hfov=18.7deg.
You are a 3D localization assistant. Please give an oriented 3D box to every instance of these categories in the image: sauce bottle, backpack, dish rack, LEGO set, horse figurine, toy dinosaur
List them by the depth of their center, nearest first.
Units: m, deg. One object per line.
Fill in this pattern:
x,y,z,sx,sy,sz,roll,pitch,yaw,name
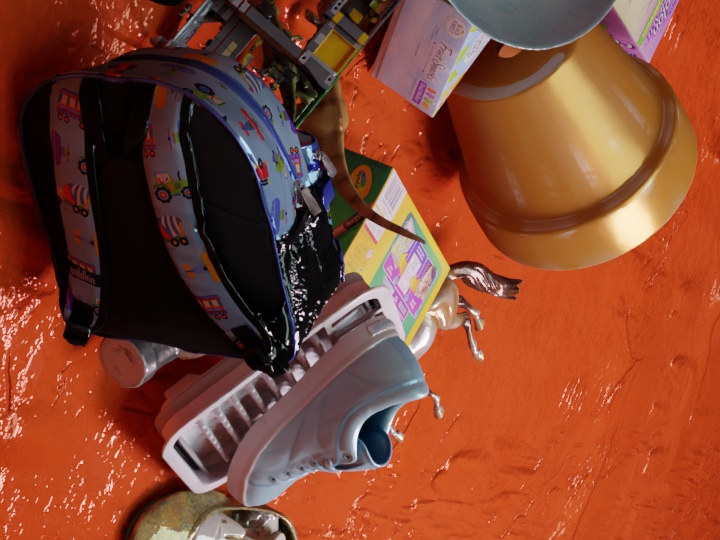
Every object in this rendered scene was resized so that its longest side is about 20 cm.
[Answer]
-0.110,-0.054,1.338,0.135,0.182,0.200,-55,143,-44,backpack
-0.057,-0.169,1.446,0.200,0.116,0.154,-50,-174,3,LEGO set
-0.027,-0.101,1.527,0.060,0.106,0.200,3,73,-46,toy dinosaur
-0.105,0.021,1.531,0.200,0.066,0.066,-39,144,-50,sauce bottle
-0.063,0.076,1.605,0.200,0.044,0.172,-37,162,-6,dish rack
0.055,0.061,1.905,0.200,0.050,0.133,-52,136,-14,horse figurine

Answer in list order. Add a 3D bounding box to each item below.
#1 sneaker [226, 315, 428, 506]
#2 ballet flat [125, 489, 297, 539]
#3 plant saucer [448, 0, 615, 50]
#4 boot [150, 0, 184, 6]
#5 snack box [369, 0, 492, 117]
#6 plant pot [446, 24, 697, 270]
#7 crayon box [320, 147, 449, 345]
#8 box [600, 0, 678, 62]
-0.024,0.124,1.593,0.074,0.082,0.200,-14,151,-49,sneaker
-0.106,0.206,1.691,0.200,0.071,0.071,14,98,-66,ballet flat
0.108,-0.253,1.533,0.201,0.039,0.201,0,90,-34,plant saucer
-0.087,-0.277,1.294,0.168,0.076,0.200,-45,142,-34,boot
0.098,-0.236,1.654,0.200,0.068,0.169,-52,175,-22,snack box
0.157,-0.133,1.814,0.200,0.200,0.183,-58,139,-21,plant pot
0.000,0.000,1.740,0.119,0.058,0.200,-60,155,-14,crayon box
0.223,-0.303,1.893,0.176,0.097,0.200,-65,155,-5,box
